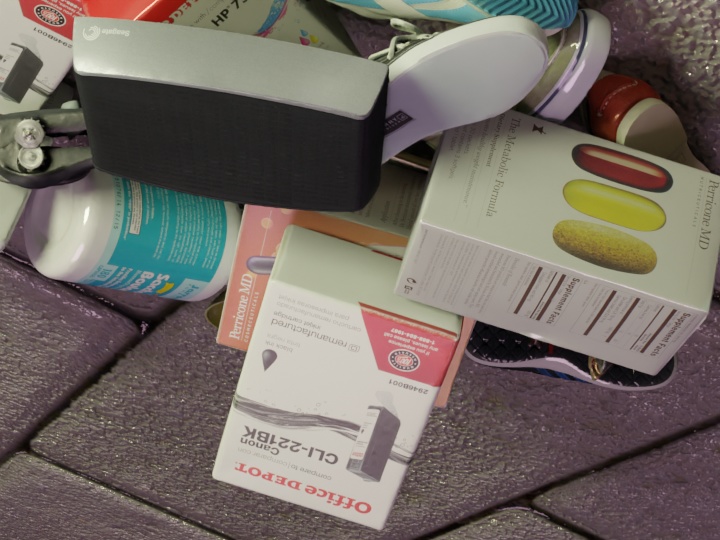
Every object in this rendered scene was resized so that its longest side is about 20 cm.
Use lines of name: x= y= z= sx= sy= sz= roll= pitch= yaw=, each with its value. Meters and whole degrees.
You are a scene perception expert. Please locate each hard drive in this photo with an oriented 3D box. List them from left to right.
hard drive: x=-0.085 y=-0.095 z=0.877 sx=0.199 sy=0.042 sz=0.135 roll=9 pitch=146 yaw=3

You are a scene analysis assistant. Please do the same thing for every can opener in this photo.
can opener: x=-0.190 y=-0.101 z=1.040 sx=0.199 sy=0.064 sz=0.079 roll=-8 pitch=-174 yaw=-1

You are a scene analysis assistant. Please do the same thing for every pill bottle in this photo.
pill bottle: x=-0.178 y=-0.034 z=1.172 sx=0.200 sy=0.111 sz=0.111 roll=11 pitch=157 yaw=-41

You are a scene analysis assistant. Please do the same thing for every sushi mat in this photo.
sushi mat: x=0.043 y=-0.085 z=1.067 sx=0.199 sy=0.012 sz=0.096 roll=18 pitch=-174 yaw=-2

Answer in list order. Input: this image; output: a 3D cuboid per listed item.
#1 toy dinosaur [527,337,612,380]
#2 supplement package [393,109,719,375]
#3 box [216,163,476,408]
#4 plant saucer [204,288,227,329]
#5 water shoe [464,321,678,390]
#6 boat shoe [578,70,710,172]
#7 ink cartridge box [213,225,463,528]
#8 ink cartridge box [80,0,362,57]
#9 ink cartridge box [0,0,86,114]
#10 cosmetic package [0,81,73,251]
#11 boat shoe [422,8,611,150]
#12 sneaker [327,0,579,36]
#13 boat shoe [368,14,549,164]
toy dinosaur: x=0.173 y=0.000 z=1.086 sx=0.086 sy=0.200 sz=0.136 roll=-18 pitch=154 yaw=-15
supplement package: x=0.139 y=-0.023 z=0.948 sx=0.199 sy=0.114 sz=0.110 roll=17 pitch=152 yaw=0
box: x=0.000 y=0.000 z=1.111 sx=0.199 sy=0.106 sz=0.153 roll=15 pitch=124 yaw=0
plant saucer: x=-0.048 y=0.040 z=1.300 sx=0.199 sy=0.031 sz=0.200 roll=6 pitch=163 yaw=2
water shoe: x=0.193 y=0.066 z=1.263 sx=0.199 sy=0.072 sz=0.079 roll=10 pitch=176 yaw=5
boat shoe: x=0.214 y=-0.075 z=1.020 sx=0.063 sy=0.071 sz=0.200 roll=44 pitch=176 yaw=40
ink cartridge box: x=-0.018 y=0.086 z=1.045 sx=0.144 sy=0.084 sz=0.200 roll=17 pitch=124 yaw=-2
ink cartridge box: x=-0.103 y=-0.172 z=0.920 sx=0.116 sy=0.067 sz=0.200 roll=-39 pitch=139 yaw=15
ink cartridge box: x=-0.273 y=-0.201 z=1.004 sx=0.144 sy=0.084 sz=0.200 roll=27 pitch=147 yaw=-20
cosmetic package: x=-0.371 y=-0.087 z=1.147 sx=0.167 sy=0.167 sz=0.200 roll=27 pitch=148 yaw=-19
boat shoe: x=0.100 y=-0.128 z=0.970 sx=0.062 sy=0.072 sz=0.200 roll=19 pitch=151 yaw=-22
sneaker: x=0.046 y=-0.199 z=0.895 sx=0.199 sy=0.077 sz=0.081 roll=17 pitch=166 yaw=-2
boat shoe: x=0.041 y=-0.127 z=0.897 sx=0.073 sy=0.068 sz=0.199 roll=28 pitch=142 yaw=-29
